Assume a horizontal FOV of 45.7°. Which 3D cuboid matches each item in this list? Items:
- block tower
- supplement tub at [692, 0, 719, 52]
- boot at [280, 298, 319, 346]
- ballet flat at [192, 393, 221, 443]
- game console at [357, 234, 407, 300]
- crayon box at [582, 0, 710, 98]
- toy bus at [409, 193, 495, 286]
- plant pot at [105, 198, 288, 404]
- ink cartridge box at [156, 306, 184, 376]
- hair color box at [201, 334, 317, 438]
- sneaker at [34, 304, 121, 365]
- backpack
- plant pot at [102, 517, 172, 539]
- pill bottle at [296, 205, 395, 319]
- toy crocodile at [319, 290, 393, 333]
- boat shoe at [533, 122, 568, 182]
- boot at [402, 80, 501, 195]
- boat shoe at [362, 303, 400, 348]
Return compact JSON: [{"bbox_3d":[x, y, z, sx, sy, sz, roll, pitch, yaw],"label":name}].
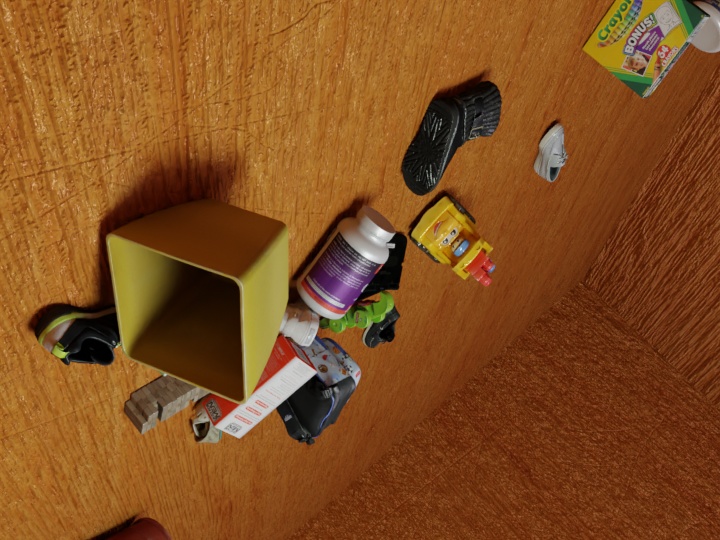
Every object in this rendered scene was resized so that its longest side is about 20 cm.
[{"bbox_3d":[-0.314,0.206,1.501,0.199,0.058,0.054,-32,159,-36],"label":"block tower"},{"bbox_3d":[0.937,-0.673,2.185,0.199,0.144,0.145,-41,161,-11],"label":"supplement tub"},{"bbox_3d":[-0.133,0.076,1.593,0.075,0.094,0.200,-63,-168,6],"label":"boot"},{"bbox_3d":[-0.302,0.293,1.698,0.061,0.068,0.202,-5,143,-18],"label":"ballet flat"},{"bbox_3d":[0.000,0.000,1.795,0.199,0.114,0.180,-2,104,-64],"label":"game console"},{"bbox_3d":[0.594,-0.496,1.784,0.058,0.172,0.201,-21,150,-54],"label":"crayon box"},{"bbox_3d":[0.221,-0.051,1.890,0.136,0.192,0.200,-45,160,7],"label":"toy bus"},{"bbox_3d":[-0.193,0.019,1.131,0.177,0.197,0.203,-50,151,-49],"label":"plant pot"},{"bbox_3d":[-0.249,0.058,1.305,0.200,0.059,0.105,-46,167,-46],"label":"ink cartridge box"},{"bbox_3d":[-0.187,0.218,1.591,0.199,0.061,0.102,-41,148,2],"label":"hair color box"},{"bbox_3d":[-0.356,0.100,1.153,0.072,0.083,0.199,-49,162,14],"label":"sneaker"},{"bbox_3d":[-0.103,0.220,1.768,0.153,0.190,0.201,-31,158,-46],"label":"backpack"},{"bbox_3d":[-0.516,0.646,1.796,0.194,0.201,0.202,-1,134,-52],"label":"plant pot"},{"bbox_3d":[-0.024,-0.016,1.567,0.201,0.113,0.112,-52,160,19],"label":"pill bottle"},{"bbox_3d":[-0.012,0.090,1.805,0.198,0.063,0.067,-15,-179,42],"label":"toy crocodile"},{"bbox_3d":[0.487,-0.291,2.135,0.070,0.072,0.202,-39,160,-15],"label":"boat shoe"},{"bbox_3d":[0.172,-0.241,1.570,0.157,0.079,0.213,-27,154,-42],"label":"boot"},{"bbox_3d":[0.060,0.149,2.145,0.074,0.066,0.201,-30,156,-36],"label":"boat shoe"}]
